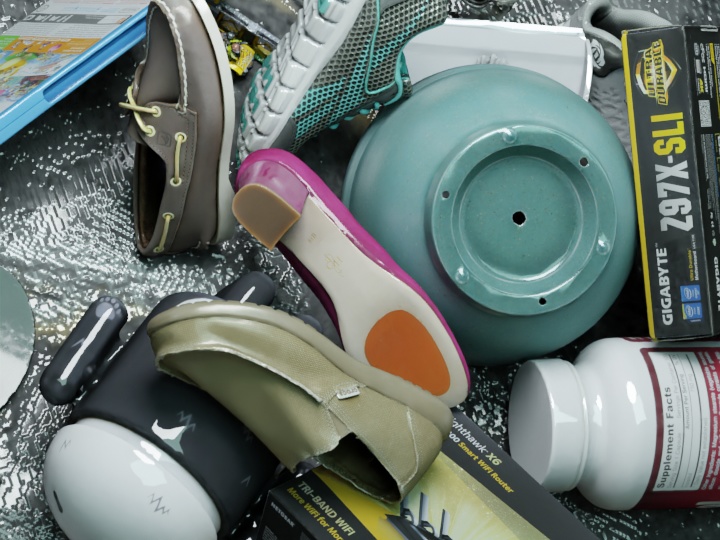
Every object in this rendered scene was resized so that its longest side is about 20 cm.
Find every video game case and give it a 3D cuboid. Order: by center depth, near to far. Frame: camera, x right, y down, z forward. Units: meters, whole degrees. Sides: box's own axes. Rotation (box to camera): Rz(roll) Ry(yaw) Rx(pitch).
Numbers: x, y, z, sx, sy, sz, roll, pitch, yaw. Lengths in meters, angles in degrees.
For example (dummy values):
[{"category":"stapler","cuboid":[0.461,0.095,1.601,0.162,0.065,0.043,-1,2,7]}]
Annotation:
[{"category":"video game case","cuboid":[-0.200,-0.138,1.613,0.200,0.143,0.018,-40,117,-26]}]

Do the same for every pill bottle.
[{"category":"pill bottle","cuboid":[0.203,0.099,1.652,0.199,0.113,0.114,0,69,-17]}]

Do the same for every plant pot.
[{"category":"plant pot","cuboid":[0.093,-0.034,1.619,0.199,0.134,0.201,0,93,-7]}]

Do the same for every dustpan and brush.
[{"category":"dustpan and brush","cuboid":[0.081,-0.066,1.704,0.139,0.057,0.201,4,99,0]}]

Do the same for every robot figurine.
[{"category":"robot figurine","cuboid":[-0.108,0.095,1.555,0.150,0.125,0.200,23,60,25]}]

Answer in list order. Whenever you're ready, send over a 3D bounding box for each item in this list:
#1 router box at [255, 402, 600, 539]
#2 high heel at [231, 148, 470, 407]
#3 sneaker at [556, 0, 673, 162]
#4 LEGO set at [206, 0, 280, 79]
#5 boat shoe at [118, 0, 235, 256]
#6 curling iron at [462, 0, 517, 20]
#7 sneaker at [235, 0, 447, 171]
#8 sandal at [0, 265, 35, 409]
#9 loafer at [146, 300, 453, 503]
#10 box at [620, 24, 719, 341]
[{"category":"router box","cuboid":[0.060,0.183,1.521,0.157,0.052,0.200,-24,54,-38]},{"category":"high heel","cuboid":[0.000,0.000,1.598,0.067,0.096,0.200,-38,101,17]},{"category":"sneaker","cuboid":[0.201,-0.102,1.728,0.075,0.116,0.200,-33,82,-26]},{"category":"LEGO set","cuboid":[-0.030,-0.224,1.703,0.154,0.116,0.200,40,64,1]},{"category":"boat shoe","cuboid":[-0.118,-0.091,1.591,0.059,0.201,0.072,-19,47,-19]},{"category":"curling iron","cuboid":[0.031,-0.198,1.684,0.199,0.026,0.050,2,52,-36]},{"category":"sneaker","cuboid":[-0.012,-0.123,1.638,0.091,0.200,0.078,24,34,-17]},{"category":"sandal","cuboid":[-0.261,0.079,1.555,0.075,0.045,0.200,33,64,-2]},{"category":"loafer","cuboid":[-0.035,0.077,1.479,0.199,0.076,0.068,23,61,-19]},{"category":"box","cuboid":[0.231,-0.060,1.658,0.159,0.049,0.201,-9,94,-61]}]
